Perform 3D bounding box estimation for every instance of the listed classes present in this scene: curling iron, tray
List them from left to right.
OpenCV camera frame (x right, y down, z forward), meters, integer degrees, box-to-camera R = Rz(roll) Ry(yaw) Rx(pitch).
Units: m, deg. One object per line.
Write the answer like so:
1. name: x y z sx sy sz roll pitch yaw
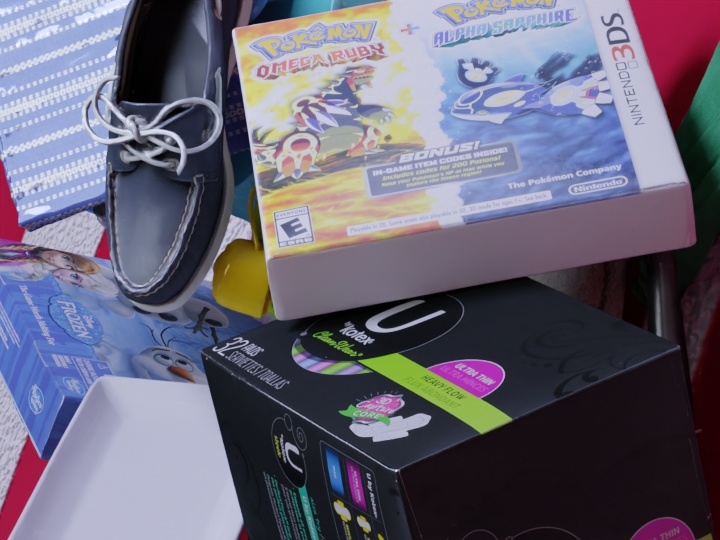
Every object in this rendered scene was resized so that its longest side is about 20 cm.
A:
1. tray: -0.102 0.109 1.417 0.200 0.107 0.022 -69 -19 -63
2. curling iron: 0.151 0.081 1.329 0.050 0.026 0.200 -36 51 54

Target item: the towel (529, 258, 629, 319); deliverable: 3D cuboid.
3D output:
1. towel: 0.095 0.013 1.464 0.133 0.034 0.200 146 136 -62

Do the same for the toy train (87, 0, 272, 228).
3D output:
1. toy train: -0.113 -0.116 1.589 0.114 0.087 0.200 3 75 67

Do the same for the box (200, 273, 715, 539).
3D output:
1. box: 0.043 0.089 1.302 0.200 0.148 0.124 25 133 59

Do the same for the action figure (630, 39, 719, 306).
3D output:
1. action figure: 0.181 -0.060 1.365 0.200 0.055 0.118 -59 31 31

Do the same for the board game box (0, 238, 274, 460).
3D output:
1. board game box: -0.106 0.057 1.622 0.043 0.199 0.200 -67 29 19

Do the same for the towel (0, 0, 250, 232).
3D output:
1. towel: -0.140 -0.134 1.527 0.145 0.024 0.200 -20 75 17

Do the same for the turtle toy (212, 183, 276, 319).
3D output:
1. turtle toy: 0.000 0.000 1.505 0.101 0.146 0.200 -69 -3 -78

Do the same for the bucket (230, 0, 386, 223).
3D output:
1. bucket: -0.008 -0.103 1.626 0.207 0.135 0.207 -38 42 43

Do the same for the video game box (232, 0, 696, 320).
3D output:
1. video game box: 0.046 -0.066 1.384 0.182 0.200 0.047 -101 1 -51

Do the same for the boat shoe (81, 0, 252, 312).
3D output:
1. boat shoe: -0.097 -0.081 1.457 0.075 0.062 0.200 11 85 23
